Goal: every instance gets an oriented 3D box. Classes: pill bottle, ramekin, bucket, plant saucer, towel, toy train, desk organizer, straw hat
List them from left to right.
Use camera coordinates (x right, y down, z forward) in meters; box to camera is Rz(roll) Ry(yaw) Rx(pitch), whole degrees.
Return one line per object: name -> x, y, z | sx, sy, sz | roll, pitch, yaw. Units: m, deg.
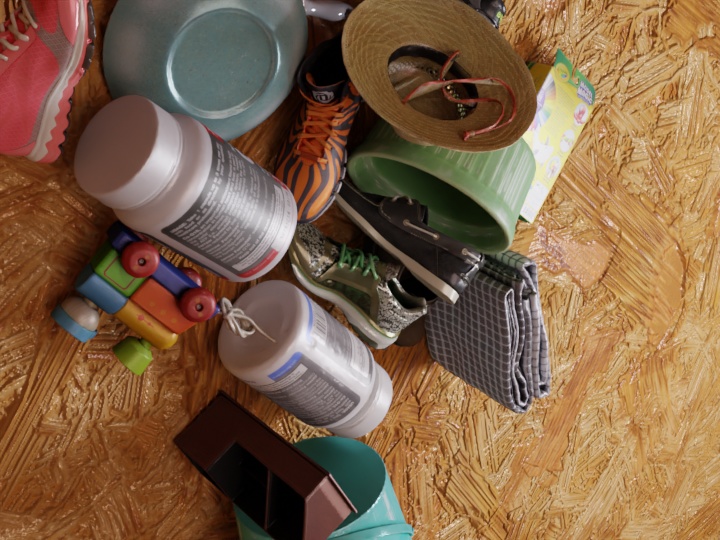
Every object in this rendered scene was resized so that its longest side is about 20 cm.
toy train -> -0.187, 0.055, 1.004 | 0.200, 0.085, 0.116 | 42, 89, -26
pill bottle -> -0.157, -0.074, 0.965 | 0.200, 0.114, 0.114 | 35, 83, -52
plant saucer -> -0.133, -0.196, 0.961 | 0.200, 0.039, 0.201 | -17, 130, -21
desk organizer -> -0.104, 0.212, 1.091 | 0.077, 0.200, 0.072 | -45, 133, -17
pill bottle -> -0.054, 0.104, 1.152 | 0.114, 0.114, 0.200 | -56, 135, -9
bucket -> -0.044, 0.296, 1.190 | 0.207, 0.207, 0.135 | -31, 122, -30
straw hat -> 0.064, -0.170, 1.019 | 0.201, 0.201, 0.085 | -30, 165, -31
ramekin -> 0.094, -0.111, 1.144 | 0.200, 0.200, 0.098 | 42, 70, -44
towel -> 0.149, 0.060, 1.288 | 0.085, 0.165, 0.200 | -28, 125, -25

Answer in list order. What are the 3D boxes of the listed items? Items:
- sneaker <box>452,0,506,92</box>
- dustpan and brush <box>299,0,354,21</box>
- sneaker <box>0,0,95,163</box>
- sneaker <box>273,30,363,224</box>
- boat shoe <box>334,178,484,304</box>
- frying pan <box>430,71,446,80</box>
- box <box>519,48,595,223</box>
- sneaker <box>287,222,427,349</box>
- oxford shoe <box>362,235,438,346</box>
sneaker -> 0.119, -0.257, 1.120 | 0.071, 0.082, 0.200 | 57, 21, -75
dustpan and brush -> -0.080, -0.256, 1.020 | 0.200, 0.057, 0.140 | 0, 122, -33
sneaker -> -0.268, -0.166, 0.831 | 0.087, 0.074, 0.200 | 0, 134, -32
sneaker -> -0.046, -0.150, 1.048 | 0.112, 0.077, 0.201 | 54, 52, -81
boat shoe -> 0.043, -0.049, 1.132 | 0.068, 0.200, 0.072 | -51, 167, 0
frying pan -> 0.076, -0.247, 1.171 | 0.190, 0.031, 0.115 | -24, 93, -66
box -> 0.223, -0.174, 1.340 | 0.117, 0.048, 0.200 | 32, 87, -45
sneaker -> 0.000, 0.000, 1.147 | 0.200, 0.088, 0.077 | 43, 34, -30
oxford shoe -> 0.054, 0.032, 1.236 | 0.073, 0.084, 0.200 | -38, 142, -21
